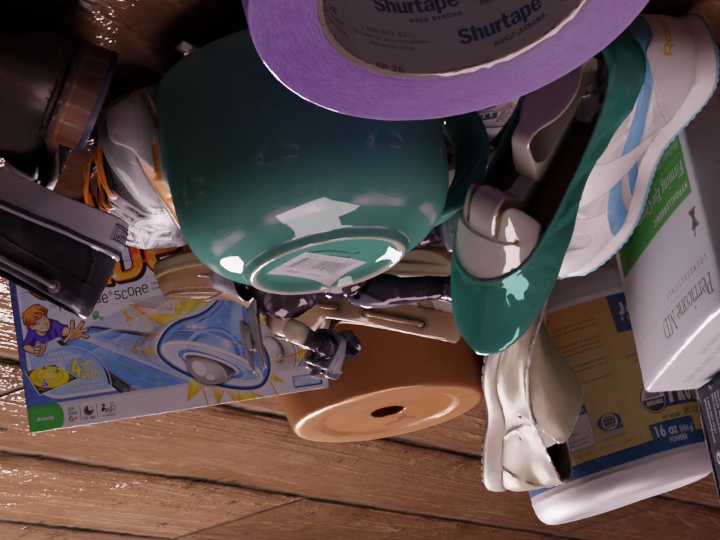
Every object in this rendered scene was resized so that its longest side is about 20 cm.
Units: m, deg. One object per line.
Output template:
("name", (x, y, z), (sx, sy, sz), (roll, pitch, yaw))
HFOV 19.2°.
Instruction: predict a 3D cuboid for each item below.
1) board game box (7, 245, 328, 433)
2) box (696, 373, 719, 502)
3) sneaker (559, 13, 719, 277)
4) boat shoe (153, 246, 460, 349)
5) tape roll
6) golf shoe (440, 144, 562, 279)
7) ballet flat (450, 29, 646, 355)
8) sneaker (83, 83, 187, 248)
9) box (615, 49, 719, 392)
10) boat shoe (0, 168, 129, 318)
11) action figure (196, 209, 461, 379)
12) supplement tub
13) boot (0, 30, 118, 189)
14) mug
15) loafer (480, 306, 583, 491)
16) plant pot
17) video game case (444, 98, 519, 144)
("board game box", (-0.128, 0.024, 1.396), (0.199, 0.136, 0.034), (-9, -172, -9))
("box", (0.327, 0.089, 1.352), (0.147, 0.105, 0.200), (-4, 161, -18))
("sneaker", (0.139, -0.077, 1.296), (0.080, 0.077, 0.200), (1, 134, -26))
("boat shoe", (-0.034, 0.017, 1.333), (0.199, 0.065, 0.071), (0, 178, 12))
("tape roll", (0.040, -0.155, 0.969), (0.199, 0.066, 0.200), (-11, 147, -8))
("golf shoe", (0.078, -0.036, 1.364), (0.077, 0.088, 0.200), (-5, 177, 44))
("ballet flat", (0.092, -0.052, 1.182), (0.067, 0.201, 0.070), (27, -179, 35))
("sneaker", (-0.130, -0.051, 1.260), (0.077, 0.079, 0.200), (-7, 164, 4))
("box", (0.285, -0.035, 1.399), (0.199, 0.172, 0.199), (-8, 162, -11))
("boat shoe", (-0.226, -0.027, 1.150), (0.199, 0.068, 0.072), (20, 172, 9))
("action figure", (0.000, 0.000, 1.270), (0.199, 0.131, 0.069), (-3, -171, 6))
("supplement tub", (0.174, 0.079, 1.616), (0.144, 0.201, 0.145), (-17, 170, -3))
("boot", (-0.193, -0.096, 1.135), (0.097, 0.075, 0.200), (21, 165, -13))
("mug", (-0.013, -0.057, 1.159), (0.184, 0.115, 0.152), (-10, 162, -3))
("loafer", (0.123, 0.080, 1.492), (0.068, 0.076, 0.200), (7, 137, 9))
("plant pot", (0.008, 0.036, 1.510), (0.199, 0.141, 0.200), (-10, 162, -3))
("video game case", (0.020, -0.115, 1.231), (0.180, 0.026, 0.200), (-6, 162, -16))
